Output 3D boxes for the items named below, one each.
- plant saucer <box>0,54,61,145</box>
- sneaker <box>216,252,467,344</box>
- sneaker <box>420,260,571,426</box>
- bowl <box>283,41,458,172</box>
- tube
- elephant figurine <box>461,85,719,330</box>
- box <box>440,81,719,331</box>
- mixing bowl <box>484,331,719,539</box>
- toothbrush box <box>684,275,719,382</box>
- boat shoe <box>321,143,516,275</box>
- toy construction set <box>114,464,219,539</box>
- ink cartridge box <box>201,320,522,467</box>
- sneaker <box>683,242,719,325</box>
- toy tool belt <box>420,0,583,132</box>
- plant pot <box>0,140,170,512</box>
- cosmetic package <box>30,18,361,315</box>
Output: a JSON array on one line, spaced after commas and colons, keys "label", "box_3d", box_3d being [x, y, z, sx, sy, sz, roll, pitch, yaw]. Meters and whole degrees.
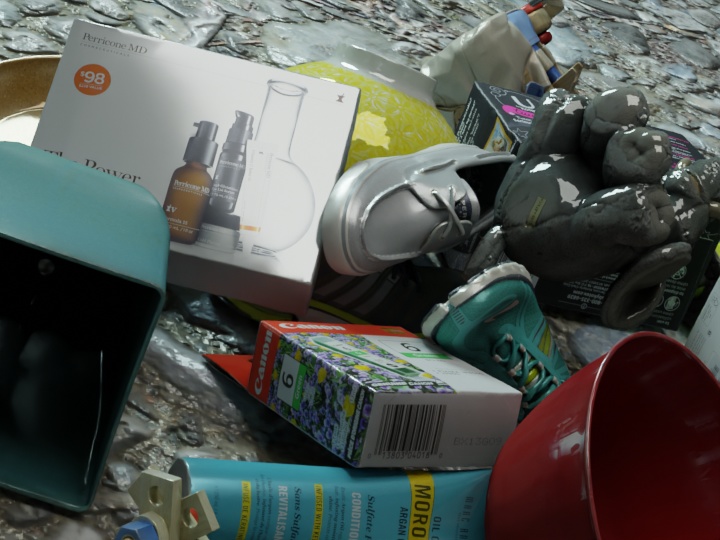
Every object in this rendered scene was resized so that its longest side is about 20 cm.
[{"label": "plant saucer", "box_3d": [-0.196, -0.084, 1.295, 0.199, 0.036, 0.201, 10, 35, -7]}, {"label": "sneaker", "box_3d": [0.000, 0.000, 1.272, 0.199, 0.081, 0.074, 7, 31, -29]}, {"label": "sneaker", "box_3d": [0.102, 0.056, 1.188, 0.080, 0.077, 0.200, 56, 6, 31]}, {"label": "bowl", "box_3d": [0.001, -0.104, 1.359, 0.199, 0.108, 0.200, 23, 3, -1]}, {"label": "tube", "box_3d": [-0.012, 0.141, 1.035, 0.199, 0.078, 0.050, 9, -2, -23]}, {"label": "elephant figurine", "box_3d": [0.185, -0.032, 1.262, 0.154, 0.143, 0.200, -1, -18, 29]}, {"label": "box", "box_3d": [0.167, -0.048, 1.435, 0.199, 0.133, 0.115, 12, 25, -22]}, {"label": "mixing bowl", "box_3d": [0.141, 0.146, 1.044, 0.200, 0.108, 0.201, 25, 56, -44]}, {"label": "toothbrush box", "box_3d": [0.346, 0.067, 1.349, 0.199, 0.146, 0.086, 9, 29, -27]}, {"label": "boat shoe", "box_3d": [0.049, -0.042, 1.223, 0.068, 0.073, 0.200, 1, 10, 33]}, {"label": "toy construction set", "box_3d": [-0.132, 0.175, 0.854, 0.131, 0.093, 0.200, 36, 40, 25]}, {"label": "ink cartridge box", "box_3d": [-0.004, 0.064, 1.125, 0.108, 0.051, 0.200, 4, 14, -34]}, {"label": "sneaker", "box_3d": [0.287, -0.016, 1.534, 0.081, 0.074, 0.201, 17, 34, -25]}, {"label": "toy tool belt", "box_3d": [0.143, -0.169, 1.682, 0.123, 0.125, 0.200, 58, 35, -1]}, {"label": "plant pot", "box_3d": [-0.189, 0.010, 1.053, 0.140, 0.142, 0.200, 19, 21, -8]}, {"label": "cosmetic package", "box_3d": [-0.112, -0.069, 1.201, 0.199, 0.052, 0.152, 13, 62, 0]}]
